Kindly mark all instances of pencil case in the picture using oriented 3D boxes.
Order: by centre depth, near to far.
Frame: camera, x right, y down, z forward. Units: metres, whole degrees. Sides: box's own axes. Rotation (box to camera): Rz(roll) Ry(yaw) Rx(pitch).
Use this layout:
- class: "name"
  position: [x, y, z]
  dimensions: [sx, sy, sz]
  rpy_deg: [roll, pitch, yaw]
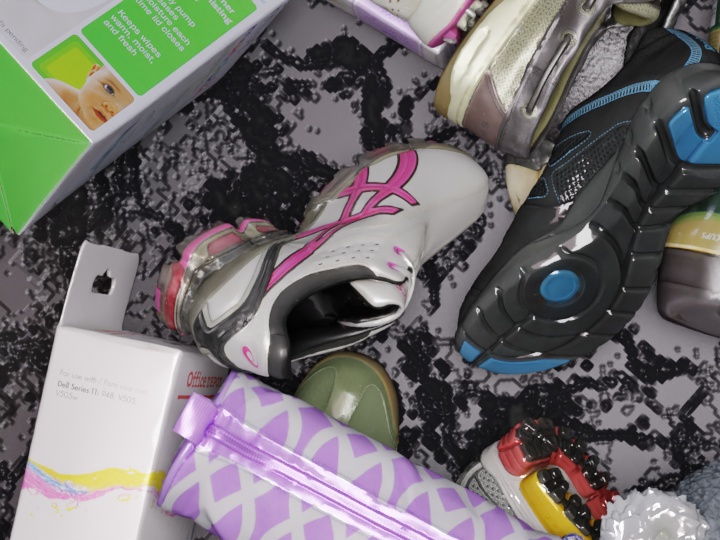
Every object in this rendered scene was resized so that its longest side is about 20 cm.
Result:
- class: "pencil case"
  position: [0.002, 0.122, 0.962]
  dimensions: [0.200, 0.086, 0.084]
  rpy_deg: [26, 83, 0]

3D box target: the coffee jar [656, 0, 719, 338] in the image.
- class: "coffee jar"
  position: [0.214, -0.061, 1.025]
  dimensions: [0.104, 0.085, 0.201]
  rpy_deg: [12, 89, 5]

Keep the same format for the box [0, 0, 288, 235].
- class: "box"
  position: [-0.164, -0.151, 1.001]
  dimensions: [0.200, 0.097, 0.176]
  rpy_deg: [48, 47, -1]

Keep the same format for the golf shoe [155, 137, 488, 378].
- class: "golf shoe"
  position: [0.000, 0.000, 1.004]
  dimensions: [0.200, 0.073, 0.092]
  rpy_deg: [-29, 47, -35]

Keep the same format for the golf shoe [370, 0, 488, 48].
- class: "golf shoe"
  position: [0.062, -0.211, 0.994]
  dimensions: [0.091, 0.075, 0.200]
  rpy_deg: [32, 90, 6]

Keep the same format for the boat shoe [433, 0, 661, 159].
- class: "boat shoe"
  position: [0.119, -0.142, 0.997]
  dimensions: [0.066, 0.072, 0.201]
  rpy_deg: [39, 90, 10]

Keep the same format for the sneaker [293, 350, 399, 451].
- class: "sneaker"
  position: [-0.029, 0.139, 1.033]
  dimensions: [0.067, 0.090, 0.201]
  rpy_deg: [19, 89, 6]

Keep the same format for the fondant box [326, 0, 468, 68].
- class: "fondant box"
  position: [0.033, -0.229, 1.059]
  dimensions: [0.144, 0.058, 0.200]
  rpy_deg: [31, 92, 4]

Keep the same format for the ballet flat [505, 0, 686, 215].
- class: "ballet flat"
  position: [0.124, -0.115, 1.048]
  dimensions: [0.066, 0.057, 0.200]
  rpy_deg: [23, 90, 5]

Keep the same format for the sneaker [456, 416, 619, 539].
- class: "sneaker"
  position: [0.120, 0.171, 1.039]
  dimensions: [0.082, 0.078, 0.200]
  rpy_deg: [-37, 90, 29]

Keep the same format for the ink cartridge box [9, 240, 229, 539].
- class: "ink cartridge box"
  position: [-0.119, 0.091, 1.028]
  dimensions: [0.067, 0.117, 0.201]
  rpy_deg: [12, 89, 9]

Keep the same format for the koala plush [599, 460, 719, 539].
- class: "koala plush"
  position: [0.209, 0.173, 0.963]
  dimensions: [0.200, 0.177, 0.184]
  rpy_deg: [50, 125, 19]

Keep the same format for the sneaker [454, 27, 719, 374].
- class: "sneaker"
  position: [0.117, -0.031, 1.010]
  dimensions: [0.073, 0.082, 0.200]
  rpy_deg: [28, 115, -30]
